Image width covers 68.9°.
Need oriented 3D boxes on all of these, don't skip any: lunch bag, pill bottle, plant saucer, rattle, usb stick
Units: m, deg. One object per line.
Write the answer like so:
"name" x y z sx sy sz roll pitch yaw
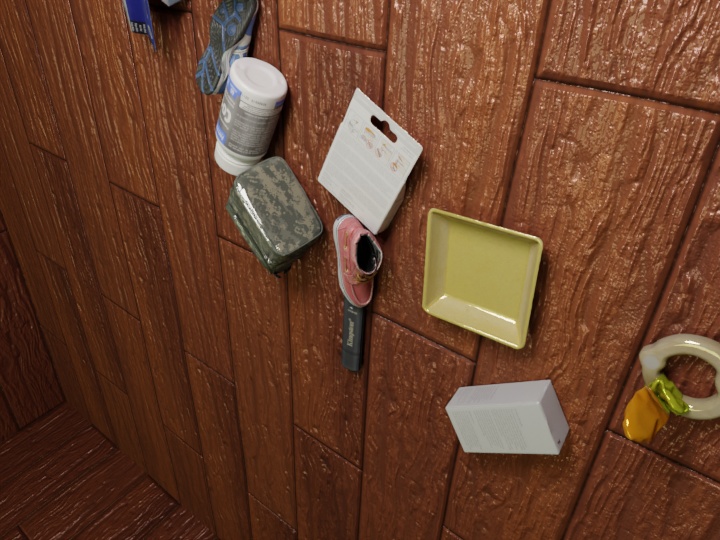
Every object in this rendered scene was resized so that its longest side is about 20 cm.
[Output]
"lunch bag" -0.187 -0.101 1.098 0.203 0.138 0.167 56 152 0
"pill bottle" -0.221 -0.293 1.026 0.114 0.113 0.202 43 134 11
"plant saucer" 0.202 0.005 0.879 0.195 0.048 0.207 20 126 31
"rattle" 0.461 0.156 0.685 0.196 0.140 0.136 -5 93 48
"usb stick" -0.017 0.136 1.151 0.054 0.032 0.207 24 127 29

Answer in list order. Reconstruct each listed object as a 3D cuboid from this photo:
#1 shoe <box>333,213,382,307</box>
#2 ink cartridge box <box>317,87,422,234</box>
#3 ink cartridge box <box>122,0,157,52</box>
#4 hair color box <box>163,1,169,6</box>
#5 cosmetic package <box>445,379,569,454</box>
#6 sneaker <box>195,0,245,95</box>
"shoe" 0.000 0.000 1.000 0.091 0.069 0.206 43 150 53
"ink cartridge box" 0.020 -0.190 0.929 0.160 0.050 0.202 43 131 13
"ink cartridge box" -0.459 -0.577 1.033 0.200 0.039 0.206 130 121 -68
"hair color box" -0.382 -0.622 0.977 0.098 0.060 0.202 40 151 15
"cosmetic package" 0.264 0.269 0.958 0.196 0.071 0.104 -17 103 44
"sneaker" -0.247 -0.432 1.004 0.076 0.076 0.202 44 117 13
